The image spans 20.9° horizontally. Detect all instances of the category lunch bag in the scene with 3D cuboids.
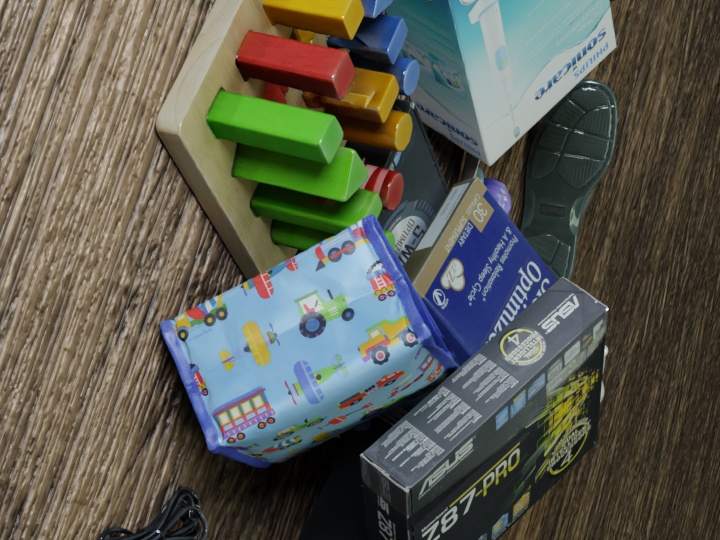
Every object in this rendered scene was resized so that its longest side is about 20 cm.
[{"bbox_3d":[-0.018,0.069,1.255,0.095,0.149,0.200,65,4,25],"label":"lunch bag"}]

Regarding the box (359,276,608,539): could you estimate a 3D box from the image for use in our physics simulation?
[{"bbox_3d":[0.085,0.120,1.321,0.200,0.049,0.162,-39,147,-26],"label":"box"}]

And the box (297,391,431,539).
[{"bbox_3d":[0.017,0.193,1.442,0.141,0.079,0.201,-5,124,-63],"label":"box"}]

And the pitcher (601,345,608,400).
[{"bbox_3d":[0.149,0.087,1.627,0.200,0.170,0.122,-38,115,-52],"label":"pitcher"}]

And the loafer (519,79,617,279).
[{"bbox_3d":[0.179,-0.077,1.749,0.063,0.071,0.202,-63,168,-76],"label":"loafer"}]

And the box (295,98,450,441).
[{"bbox_3d":[0.000,0.000,1.395,0.201,0.043,0.161,-66,155,-22],"label":"box"}]

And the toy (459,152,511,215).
[{"bbox_3d":[0.089,-0.015,1.537,0.115,0.047,0.202,-144,-110,-86],"label":"toy"}]

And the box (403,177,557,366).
[{"bbox_3d":[0.112,0.045,1.451,0.200,0.032,0.122,51,49,-23],"label":"box"}]

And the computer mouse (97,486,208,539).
[{"bbox_3d":[-0.130,0.250,1.232,0.138,0.052,0.202,-31,130,-60],"label":"computer mouse"}]

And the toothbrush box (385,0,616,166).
[{"bbox_3d":[0.098,-0.199,1.403,0.146,0.085,0.201,-44,145,-16],"label":"toothbrush box"}]

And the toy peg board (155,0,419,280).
[{"bbox_3d":[-0.017,-0.109,1.232,0.201,0.097,0.200,-66,155,-22],"label":"toy peg board"}]
